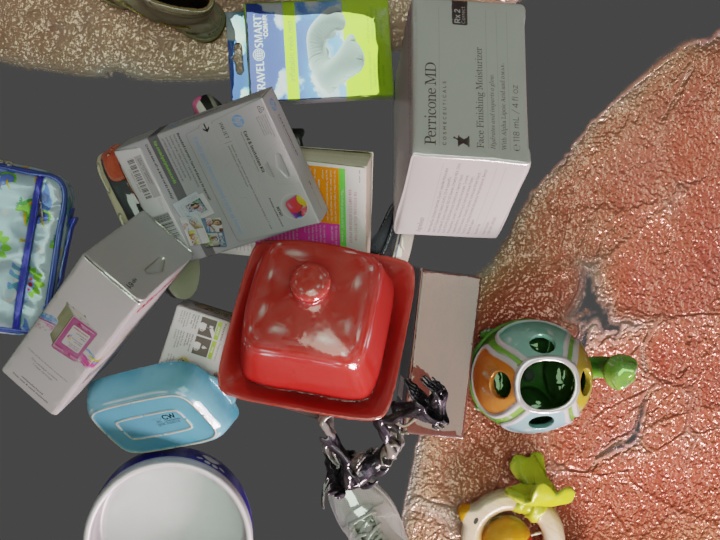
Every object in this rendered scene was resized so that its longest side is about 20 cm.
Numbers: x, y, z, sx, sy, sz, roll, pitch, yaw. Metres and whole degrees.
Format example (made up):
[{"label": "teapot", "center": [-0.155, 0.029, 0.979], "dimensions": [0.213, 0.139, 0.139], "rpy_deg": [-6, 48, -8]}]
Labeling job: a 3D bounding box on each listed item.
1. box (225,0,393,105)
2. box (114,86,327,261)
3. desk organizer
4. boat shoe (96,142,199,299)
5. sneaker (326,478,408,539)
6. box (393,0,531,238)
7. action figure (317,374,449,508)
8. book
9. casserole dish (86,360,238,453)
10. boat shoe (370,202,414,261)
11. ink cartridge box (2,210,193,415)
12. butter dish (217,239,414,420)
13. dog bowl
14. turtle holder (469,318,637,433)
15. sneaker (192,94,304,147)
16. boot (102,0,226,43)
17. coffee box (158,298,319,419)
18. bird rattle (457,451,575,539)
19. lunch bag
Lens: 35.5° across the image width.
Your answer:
[{"label": "box", "center": [-0.062, -0.264, 1.364], "dimensions": [0.198, 0.048, 0.123], "rpy_deg": [-4, 92, -4]}, {"label": "box", "center": [-0.157, -0.102, 1.267], "dimensions": [0.198, 0.041, 0.157], "rpy_deg": [-16, 112, 24]}, {"label": "desk organizer", "center": [0.093, 0.100, 1.373], "dimensions": [0.076, 0.072, 0.202], "rpy_deg": [6, 91, -6]}, {"label": "boat shoe", "center": [-0.255, -0.057, 1.351], "dimensions": [0.062, 0.071, 0.202], "rpy_deg": [-14, 103, 36]}, {"label": "sneaker", "center": [0.027, 0.334, 1.354], "dimensions": [0.073, 0.116, 0.201], "rpy_deg": [-33, 92, 0]}, {"label": "box", "center": [0.109, -0.167, 1.275], "dimensions": [0.129, 0.200, 0.201], "rpy_deg": [2, 68, -4]}, {"label": "action figure", "center": [0.010, 0.190, 1.300], "dimensions": [0.200, 0.119, 0.102], "rpy_deg": [-40, 79, 25]}, {"label": "book", "center": [-0.087, -0.076, 1.307], "dimensions": [0.198, 0.048, 0.135], "rpy_deg": [6, 118, 9]}, {"label": "casserole dish", "center": [-0.236, 0.166, 1.310], "dimensions": [0.198, 0.039, 0.121], "rpy_deg": [-15, 131, 27]}, {"label": "boat shoe", "center": [0.000, 0.000, 1.360], "dimensions": [0.092, 0.075, 0.202], "rpy_deg": [16, 91, -11]}, {"label": "ink cartridge box", "center": [-0.295, 0.045, 1.272], "dimensions": [0.085, 0.145, 0.200], "rpy_deg": [41, 118, -3]}, {"label": "butter dish", "center": [-0.050, 0.040, 1.213], "dimensions": [0.198, 0.148, 0.201], "rpy_deg": [9, 66, 7]}, {"label": "dog bowl", "center": [-0.228, 0.317, 1.348], "dimensions": [0.198, 0.079, 0.202], "rpy_deg": [-1, 96, -5]}, {"label": "turtle holder", "center": [0.225, 0.136, 1.351], "dimensions": [0.184, 0.132, 0.142], "rpy_deg": [24, 88, -6]}, {"label": "sneaker", "center": [-0.112, -0.151, 1.353], "dimensions": [0.200, 0.074, 0.088], "rpy_deg": [42, 87, -8]}, {"label": "boot", "center": [-0.252, -0.336, 1.295], "dimensions": [0.199, 0.155, 0.073], "rpy_deg": [27, 90, -3]}, {"label": "coffee box", "center": [-0.130, 0.103, 1.337], "dimensions": [0.198, 0.113, 0.081], "rpy_deg": [18, 91, -4]}, {"label": "bird rattle", "center": [0.207, 0.332, 1.394], "dimensions": [0.162, 0.113, 0.202], "rpy_deg": [-16, 106, 8]}, {"label": "lunch bag", "center": [-0.425, -0.029, 1.332], "dimensions": [0.159, 0.082, 0.202], "rpy_deg": [11, 92, -7]}]
